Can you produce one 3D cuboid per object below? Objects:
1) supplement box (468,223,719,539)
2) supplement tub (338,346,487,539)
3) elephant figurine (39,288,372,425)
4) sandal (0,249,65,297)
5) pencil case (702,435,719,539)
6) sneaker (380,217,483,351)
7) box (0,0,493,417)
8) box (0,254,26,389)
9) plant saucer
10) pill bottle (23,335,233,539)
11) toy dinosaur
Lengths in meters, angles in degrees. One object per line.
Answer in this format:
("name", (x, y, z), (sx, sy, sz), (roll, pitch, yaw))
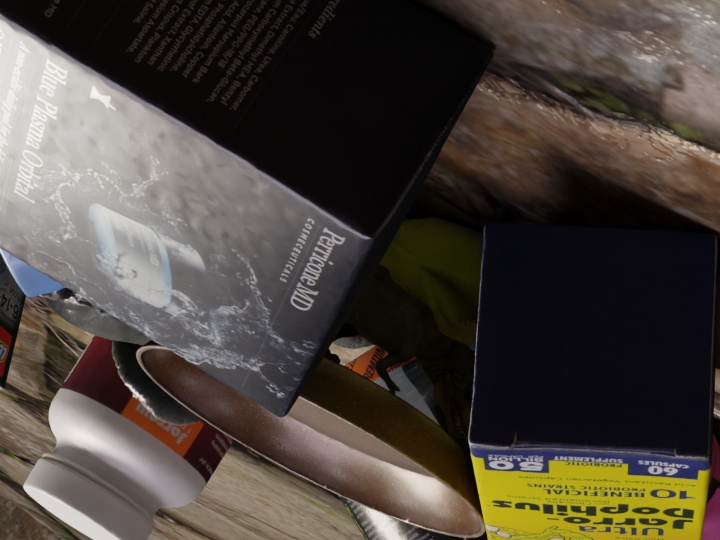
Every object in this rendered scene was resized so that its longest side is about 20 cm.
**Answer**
("supplement box", (0.113, 0.064, 1.246), (0.109, 0.110, 0.200), (3, 161, 7))
("supplement tub", (0.060, 0.135, 1.525), (0.200, 0.122, 0.123), (58, 168, 8))
("elephant figurine", (-0.082, 0.019, 1.516), (0.200, 0.155, 0.141), (40, 163, -9))
("sandal", (-0.159, -0.022, 1.398), (0.200, 0.087, 0.080), (28, -170, -9))
("pencil case", (0.194, 0.161, 1.497), (0.091, 0.094, 0.200), (10, 157, 36))
("sneaker", (0.000, 0.000, 1.402), (0.200, 0.076, 0.105), (26, 166, 18))
("box", (-0.073, -0.062, 1.175), (0.200, 0.118, 0.197), (31, 151, 2))
("box", (-0.243, -0.034, 1.436), (0.040, 0.137, 0.200), (1, 156, 23))
("plant saucer", (-0.020, 0.077, 1.335), (0.200, 0.032, 0.200), (25, 166, 7))
("pill bottle", (-0.126, 0.076, 1.666), (0.113, 0.200, 0.113), (29, 166, 8))
("toy dinosaur", (-0.017, 0.016, 1.327), (0.200, 0.047, 0.088), (45, 128, -7))
